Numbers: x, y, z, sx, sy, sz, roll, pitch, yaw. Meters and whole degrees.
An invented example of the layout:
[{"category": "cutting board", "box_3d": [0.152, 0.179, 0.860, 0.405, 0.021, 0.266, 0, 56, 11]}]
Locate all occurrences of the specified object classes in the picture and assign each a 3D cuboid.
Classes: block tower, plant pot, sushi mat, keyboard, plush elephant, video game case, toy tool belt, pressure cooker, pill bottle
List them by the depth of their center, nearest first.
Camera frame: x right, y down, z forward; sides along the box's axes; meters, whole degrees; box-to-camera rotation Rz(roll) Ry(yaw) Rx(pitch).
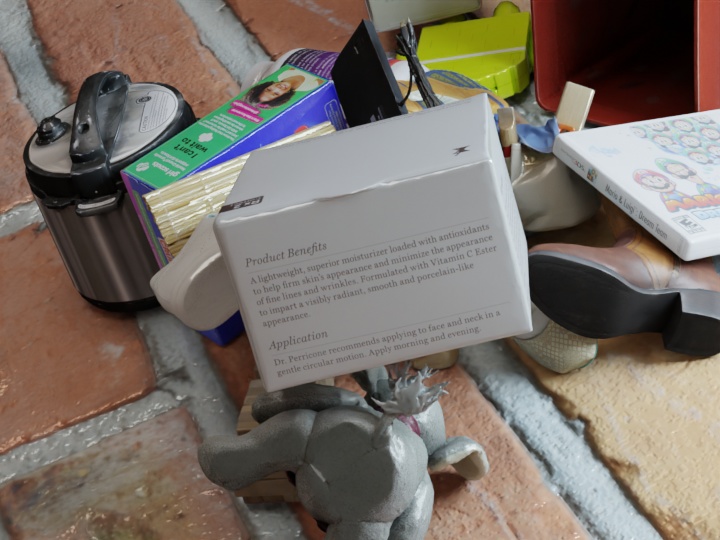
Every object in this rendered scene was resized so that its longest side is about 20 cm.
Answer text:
[{"category": "plush elephant", "box_3d": [0.005, 0.135, 1.212, 0.200, 0.165, 0.155, -45, -11, 14]}, {"category": "block tower", "box_3d": [-0.060, 0.107, 1.346, 0.057, 0.054, 0.201, -4, 36, 16]}, {"category": "video game case", "box_3d": [0.293, -0.078, 1.395, 0.198, 0.024, 0.182, -11, 38, -31]}, {"category": "sushi mat", "box_3d": [-0.084, -0.056, 1.408, 0.199, 0.096, 0.012, -25, -6, -29]}, {"category": "keyboard", "box_3d": [0.033, -0.136, 1.428, 0.020, 0.127, 0.202, -2, 58, -33]}, {"category": "toy tool belt", "box_3d": [0.119, -0.098, 1.477, 0.197, 0.125, 0.125, -6, 9, 14]}, {"category": "pressure cooker", "box_3d": [-0.223, -0.083, 1.545, 0.178, 0.202, 0.175, -37, 36, -27]}, {"category": "plant pot", "box_3d": [0.295, -0.260, 1.587, 0.199, 0.202, 0.175, 21, 39, 41]}, {"category": "pill bottle", "box_3d": [-0.022, -0.162, 1.644, 0.198, 0.113, 0.113, 13, 44, 35]}]

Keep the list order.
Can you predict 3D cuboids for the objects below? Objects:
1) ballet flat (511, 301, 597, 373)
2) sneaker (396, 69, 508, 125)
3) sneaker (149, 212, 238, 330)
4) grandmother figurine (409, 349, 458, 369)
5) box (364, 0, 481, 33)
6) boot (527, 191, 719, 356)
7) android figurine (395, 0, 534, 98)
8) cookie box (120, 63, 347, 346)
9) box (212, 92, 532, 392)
[{"category": "ballet flat", "box_3d": [0.120, 0.012, 1.358, 0.062, 0.068, 0.200, 12, 29, -43]}, {"category": "sneaker", "box_3d": [0.065, -0.135, 1.556, 0.075, 0.089, 0.199, 35, 28, 29]}, {"category": "sneaker", "box_3d": [-0.088, -0.035, 1.341, 0.199, 0.076, 0.088, -35, 33, -21]}, {"category": "grandmother figurine", "box_3d": [0.036, -0.020, 1.349, 0.060, 0.202, 0.122, -21, 36, -7]}, {"category": "box", "box_3d": [0.068, -0.358, 1.841, 0.126, 0.110, 0.200, -12, 23, 11]}, {"category": "boot", "box_3d": [0.214, -0.031, 1.350, 0.186, 0.069, 0.201, 10, 39, -7]}, {"category": "android figurine", "box_3d": [0.120, -0.222, 1.726, 0.180, 0.041, 0.201, -7, 34, 12]}, {"category": "cookie box", "box_3d": [-0.097, -0.062, 1.490, 0.199, 0.173, 0.075, -36, 36, -25]}, {"category": "box", "box_3d": [0.015, -0.025, 1.188, 0.197, 0.132, 0.200, -13, 17, 9]}]
